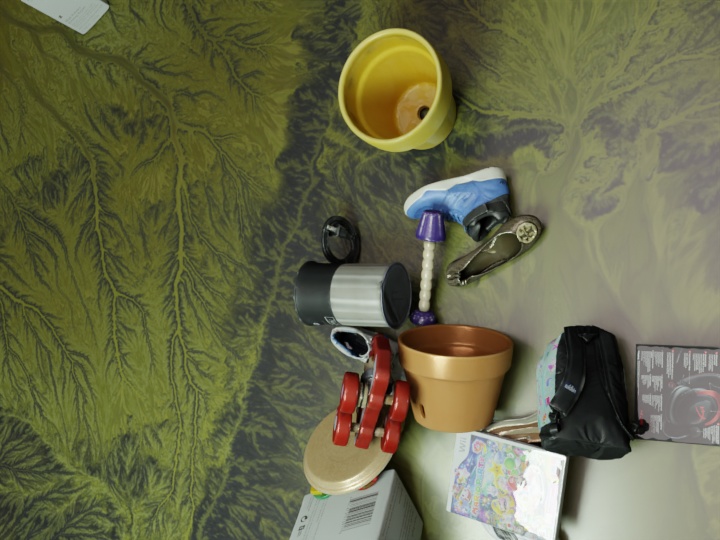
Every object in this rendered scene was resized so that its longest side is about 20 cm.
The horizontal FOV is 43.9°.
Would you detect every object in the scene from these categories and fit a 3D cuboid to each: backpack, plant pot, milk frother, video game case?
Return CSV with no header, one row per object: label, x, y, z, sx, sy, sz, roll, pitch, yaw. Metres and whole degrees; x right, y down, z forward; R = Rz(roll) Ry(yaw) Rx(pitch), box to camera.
backpack,0.348,0.191,1.425,0.163,0.127,0.204,12,60,-15
plant pot,0.086,-0.305,1.609,0.196,0.188,0.206,-3,82,25
plant pot,0.160,0.185,1.524,0.196,0.199,0.144,6,104,26
milk frother,0.000,0.000,1.618,0.184,0.179,0.205,1,90,29
video game case,0.239,0.351,1.470,0.197,0.018,0.147,9,93,34

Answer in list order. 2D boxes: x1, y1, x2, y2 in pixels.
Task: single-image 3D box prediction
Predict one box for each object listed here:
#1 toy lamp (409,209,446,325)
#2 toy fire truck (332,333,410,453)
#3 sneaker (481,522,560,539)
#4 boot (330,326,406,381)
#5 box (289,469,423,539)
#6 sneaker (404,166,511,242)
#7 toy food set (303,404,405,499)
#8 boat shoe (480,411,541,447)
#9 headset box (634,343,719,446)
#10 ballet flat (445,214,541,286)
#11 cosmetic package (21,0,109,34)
toy lamp,0.122,-0.006,1.597,0.057,0.058,0.205,10,107,26
toy fire truck,0.019,0.200,1.517,0.109,0.170,0.203,8,130,-5
sneaker,0.301,0.428,1.477,0.198,0.075,0.117,34,101,28
boot,0.036,0.157,1.626,0.197,0.095,0.075,20,92,26
box,-0.013,0.475,1.536,0.197,0.200,0.133,-21,109,21
sneaker,0.175,-0.102,1.602,0.196,0.077,0.114,-16,68,16
toy food set,-0.018,0.318,1.608,0.194,0.049,0.203,-12,41,27
boat shoe,0.268,0.293,1.500,0.197,0.076,0.073,-26,45,22
headset box,0.532,0.195,1.395,0.196,0.075,0.153,0,84,26
ballet flat,0.232,-0.029,1.571,0.198,0.047,0.068,-32,105,21
cosmetic package,-0.671,-0.621,2.004,0.101,0.199,0.075,-41,69,15
